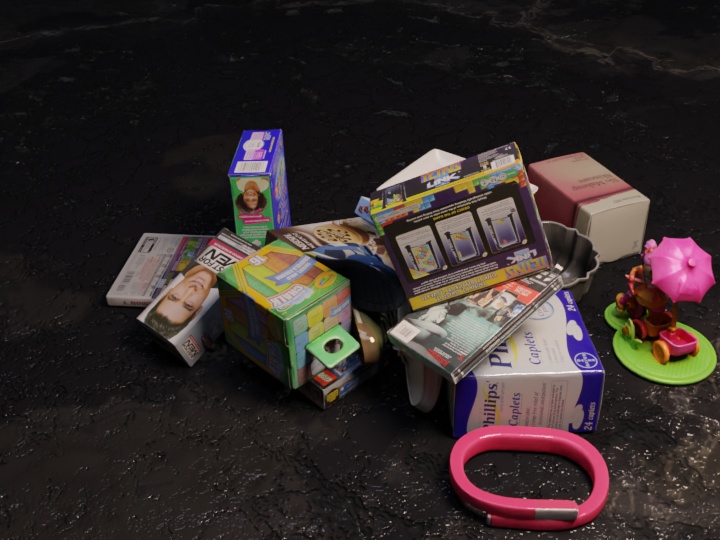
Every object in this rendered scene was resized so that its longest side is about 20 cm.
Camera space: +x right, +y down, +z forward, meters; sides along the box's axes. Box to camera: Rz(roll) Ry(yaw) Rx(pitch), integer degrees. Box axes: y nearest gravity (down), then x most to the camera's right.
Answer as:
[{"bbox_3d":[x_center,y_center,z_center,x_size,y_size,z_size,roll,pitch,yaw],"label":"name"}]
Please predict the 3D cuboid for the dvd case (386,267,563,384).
[{"bbox_3d":[0.147,0.051,1.113,0.199,0.022,0.145,-38,34,-18],"label":"dvd case"}]

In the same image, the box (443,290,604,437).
[{"bbox_3d":[0.213,0.124,1.177,0.195,0.107,0.185,-3,33,-1],"label":"box"}]

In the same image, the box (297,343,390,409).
[{"bbox_3d":[-0.070,0.112,1.263,0.136,0.041,0.199,-28,42,-35],"label":"box"}]

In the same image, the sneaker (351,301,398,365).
[{"bbox_3d":[0.025,0.059,1.242,0.088,0.068,0.201,-10,30,-7],"label":"sneaker"}]

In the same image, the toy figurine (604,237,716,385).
[{"bbox_3d":[0.440,0.030,1.234,0.147,0.187,0.201,-11,34,-14],"label":"toy figurine"}]

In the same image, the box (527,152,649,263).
[{"bbox_3d":[0.395,-0.111,1.510,0.126,0.111,0.200,-14,36,-18],"label":"box"}]

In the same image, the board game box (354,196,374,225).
[{"bbox_3d":[0.105,-0.062,1.457,0.150,0.037,0.199,9,19,-46],"label":"board game box"}]

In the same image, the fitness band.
[{"bbox_3d":[0.207,0.253,1.054,0.196,0.038,0.145,3,32,5],"label":"fitness band"}]

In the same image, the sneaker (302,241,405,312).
[{"bbox_3d":[0.000,0.000,1.214,0.081,0.075,0.198,-23,30,-37],"label":"sneaker"}]

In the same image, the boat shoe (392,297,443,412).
[{"bbox_3d":[0.071,0.095,1.186,0.068,0.071,0.204,10,65,-26],"label":"boat shoe"}]

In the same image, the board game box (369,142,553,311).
[{"bbox_3d":[0.131,-0.052,1.093,0.196,0.167,0.057,-17,35,13],"label":"board game box"}]

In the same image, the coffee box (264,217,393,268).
[{"bbox_3d":[-0.048,-0.020,1.381,0.197,0.081,0.113,-11,33,-40],"label":"coffee box"}]

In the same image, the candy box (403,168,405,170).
[{"bbox_3d":[0.150,-0.101,1.392,0.196,0.056,0.116,13,32,10],"label":"candy box"}]

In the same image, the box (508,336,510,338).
[{"bbox_3d":[0.169,0.022,1.201,0.041,0.039,0.201,-4,33,-5],"label":"box"}]

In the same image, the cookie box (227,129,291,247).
[{"bbox_3d":[-0.168,-0.111,1.451,0.074,0.203,0.172,-1,33,3],"label":"cookie box"}]

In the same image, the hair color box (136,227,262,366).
[{"bbox_3d":[-0.234,0.038,1.303,0.098,0.061,0.201,25,64,35],"label":"hair color box"}]

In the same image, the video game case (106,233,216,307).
[{"bbox_3d":[-0.315,-0.001,1.456,0.178,0.023,0.201,2,34,6],"label":"video game case"}]

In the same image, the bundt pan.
[{"bbox_3d":[0.283,0.000,1.381,0.197,0.077,0.203,-1,35,1],"label":"bundt pan"}]

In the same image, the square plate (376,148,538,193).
[{"bbox_3d":[0.155,-0.120,1.343,0.197,0.029,0.198,24,37,23],"label":"square plate"}]

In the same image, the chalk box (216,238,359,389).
[{"bbox_3d":[-0.090,0.066,1.183,0.198,0.126,0.124,28,44,36],"label":"chalk box"}]
